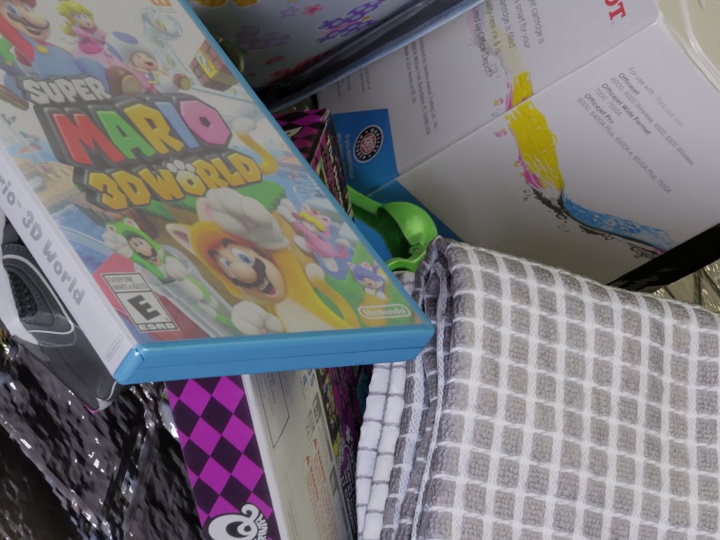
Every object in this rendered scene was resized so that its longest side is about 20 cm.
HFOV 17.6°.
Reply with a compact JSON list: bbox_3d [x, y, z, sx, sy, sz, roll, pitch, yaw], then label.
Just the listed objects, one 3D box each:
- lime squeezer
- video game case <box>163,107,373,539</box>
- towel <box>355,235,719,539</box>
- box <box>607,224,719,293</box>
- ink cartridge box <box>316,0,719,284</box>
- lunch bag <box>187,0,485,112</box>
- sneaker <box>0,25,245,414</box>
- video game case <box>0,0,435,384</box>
[{"bbox_3d":[0.000,0.000,1.065,0.200,0.071,0.038,-86,180,-51],"label":"lime squeezer"},{"bbox_3d":[-0.023,0.064,0.896,0.181,0.036,0.200,-69,150,-60],"label":"video game case"},{"bbox_3d":[0.084,0.100,0.897,0.165,0.086,0.200,15,66,-25],"label":"towel"},{"bbox_3d":[0.136,-0.087,1.378,0.149,0.124,0.200,-3,66,-65],"label":"box"},{"bbox_3d":[0.098,-0.088,1.205,0.145,0.200,0.147,40,31,-38],"label":"ink cartridge box"},{"bbox_3d":[-0.014,-0.159,1.099,0.200,0.169,0.127,4,62,-63],"label":"lunch bag"},{"bbox_3d":[-0.090,-0.036,0.909,0.080,0.086,0.200,43,29,-31],"label":"sneaker"},{"bbox_3d":[-0.077,-0.043,0.803,0.143,0.018,0.200,-3,47,-48],"label":"video game case"}]
